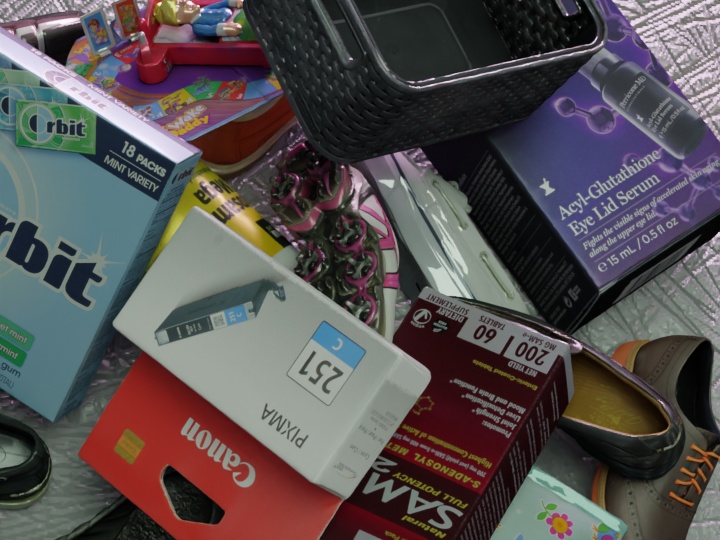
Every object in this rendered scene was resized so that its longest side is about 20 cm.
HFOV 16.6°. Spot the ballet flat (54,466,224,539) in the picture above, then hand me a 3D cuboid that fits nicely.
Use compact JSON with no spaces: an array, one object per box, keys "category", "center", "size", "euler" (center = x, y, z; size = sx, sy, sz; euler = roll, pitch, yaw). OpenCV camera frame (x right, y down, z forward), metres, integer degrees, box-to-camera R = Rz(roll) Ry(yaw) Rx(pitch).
[{"category":"ballet flat","center":[-0.144,0.174,1.588],"size":[0.200,0.057,0.067],"euler":[-36,81,-22]}]

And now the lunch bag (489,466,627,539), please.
[{"category":"lunch bag","center":[0.041,0.190,1.587],"size":[0.199,0.122,0.171],"euler":[31,67,2]}]

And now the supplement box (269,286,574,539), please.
[{"category":"supplement box","center":[0.040,0.118,1.528],"size":[0.108,0.061,0.200],"euler":[21,62,22]}]

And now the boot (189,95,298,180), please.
[{"category":"boot","center":[-0.044,-0.153,1.709],"size":[0.075,0.107,0.200],"euler":[38,65,6]}]

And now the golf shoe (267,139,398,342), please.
[{"category":"golf shoe","center":[0.000,0.000,1.585],"size":[0.092,0.072,0.201],"euler":[42,24,-36]}]

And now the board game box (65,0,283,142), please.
[{"category":"board game box","center":[-0.102,-0.161,1.629],"size":[0.199,0.039,0.158],"euler":[-28,42,-16]}]

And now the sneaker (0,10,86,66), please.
[{"category":"sneaker","center":[-0.287,-0.162,1.678],"size":[0.199,0.076,0.116],"euler":[-24,68,-24]}]

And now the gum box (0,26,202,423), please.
[{"category":"gum box","center":[-0.218,-0.032,1.577],"size":[0.169,0.201,0.045],"euler":[32,21,9]}]

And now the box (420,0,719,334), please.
[{"category":"box","center":[0.150,-0.081,1.723],"size":[0.148,0.104,0.200],"euler":[-33,80,-21]}]

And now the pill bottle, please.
[{"category":"pill bottle","center":[-0.110,-0.001,1.632],"size":[0.200,0.113,0.112],"euler":[42,67,5]}]

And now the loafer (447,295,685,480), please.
[{"category":"loafer","center":[0.125,0.066,1.619],"size":[0.199,0.072,0.073],"euler":[24,74,9]}]

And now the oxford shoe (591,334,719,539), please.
[{"category":"oxford shoe","center":[0.204,0.136,1.658],"size":[0.071,0.072,0.201],"euler":[24,61,-43]}]

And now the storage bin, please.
[{"category":"storage bin","center":[0.042,-0.162,1.582],"size":[0.199,0.094,0.136],"euler":[-16,73,-39]}]

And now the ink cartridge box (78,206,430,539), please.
[{"category":"ink cartridge box","center":[-0.079,0.082,1.500],"size":[0.200,0.045,0.177],"euler":[34,90,37]}]

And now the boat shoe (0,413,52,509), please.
[{"category":"boat shoe","center":[-0.294,0.108,1.575],"size":[0.198,0.066,0.075],"euler":[16,67,-6]}]

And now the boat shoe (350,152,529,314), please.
[{"category":"boat shoe","center":[0.045,-0.032,1.706],"size":[0.067,0.074,0.201],"euler":[-29,91,-24]}]
